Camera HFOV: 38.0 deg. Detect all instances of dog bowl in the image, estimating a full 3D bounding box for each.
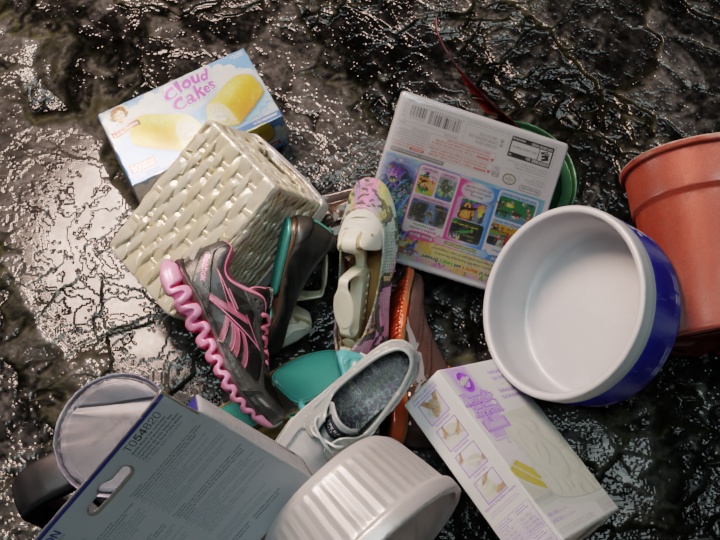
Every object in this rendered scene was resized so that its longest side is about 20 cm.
[{"bbox_3d":[0.228,0.039,1.090,0.199,0.078,0.203,-15,68,42],"label":"dog bowl"}]

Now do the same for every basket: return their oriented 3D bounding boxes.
[{"bbox_3d":[-0.157,-0.047,1.143,0.136,0.123,0.201,44,100,20],"label":"basket"}]

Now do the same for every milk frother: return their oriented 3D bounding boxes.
[{"bbox_3d":[-0.215,0.236,1.018,0.180,0.189,0.200,-42,70,-15],"label":"milk frother"}]

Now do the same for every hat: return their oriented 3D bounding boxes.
[{"bbox_3d":[0.159,-0.149,1.185,0.197,0.177,0.167,14,66,9],"label":"hat"}]

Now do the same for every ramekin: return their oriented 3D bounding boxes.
[{"bbox_3d":[-0.004,0.247,0.999,0.202,0.203,0.094,-39,67,-15],"label":"ramekin"}]

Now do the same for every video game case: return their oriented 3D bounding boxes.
[{"bbox_3d":[0.112,-0.083,1.170,0.197,0.024,0.184,16,97,-6],"label":"video game case"}]

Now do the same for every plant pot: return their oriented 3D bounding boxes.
[{"bbox_3d":[0.385,-0.018,1.118,0.198,0.201,0.198,-1,73,2],"label":"plant pot"}]

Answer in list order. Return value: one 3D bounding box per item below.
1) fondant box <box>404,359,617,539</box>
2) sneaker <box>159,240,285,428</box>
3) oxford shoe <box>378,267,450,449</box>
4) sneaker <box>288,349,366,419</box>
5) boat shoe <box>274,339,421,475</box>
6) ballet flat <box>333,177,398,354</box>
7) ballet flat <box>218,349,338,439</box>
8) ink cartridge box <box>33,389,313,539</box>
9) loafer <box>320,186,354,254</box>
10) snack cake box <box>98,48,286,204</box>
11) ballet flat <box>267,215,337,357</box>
[{"bbox_3d":[0.153,0.188,1.050,0.058,0.144,0.201,-48,66,25],"label":"fondant box"},{"bbox_3d":[-0.118,0.060,1.045,0.095,0.079,0.202,-31,91,-8],"label":"sneaker"},{"bbox_3d":[0.062,0.096,1.146,0.072,0.071,0.203,8,71,-13],"label":"oxford shoe"},{"bbox_3d":[-0.043,0.174,1.081,0.079,0.077,0.201,33,84,-6],"label":"sneaker"},{"bbox_3d":[-0.021,0.143,1.013,0.070,0.072,0.201,44,88,7],"label":"boat shoe"},{"bbox_3d":[0.000,0.000,1.120,0.068,0.071,0.203,4,92,30],"label":"ballet flat"},{"bbox_3d":[-0.090,0.147,1.121,0.198,0.064,0.069,-24,53,-30],"label":"ballet flat"},{"bbox_3d":[-0.172,0.210,0.927,0.200,0.200,0.041,-48,39,4],"label":"ink cartridge box"},{"bbox_3d":[-0.026,-0.051,1.215,0.197,0.073,0.072,-5,75,6],"label":"loafer"},{"bbox_3d":[-0.203,-0.172,1.272,0.198,0.067,0.116,-27,68,-10],"label":"snack cake box"},{"bbox_3d":[-0.077,0.034,1.129,0.068,0.202,0.068,13,32,-19],"label":"ballet flat"}]
